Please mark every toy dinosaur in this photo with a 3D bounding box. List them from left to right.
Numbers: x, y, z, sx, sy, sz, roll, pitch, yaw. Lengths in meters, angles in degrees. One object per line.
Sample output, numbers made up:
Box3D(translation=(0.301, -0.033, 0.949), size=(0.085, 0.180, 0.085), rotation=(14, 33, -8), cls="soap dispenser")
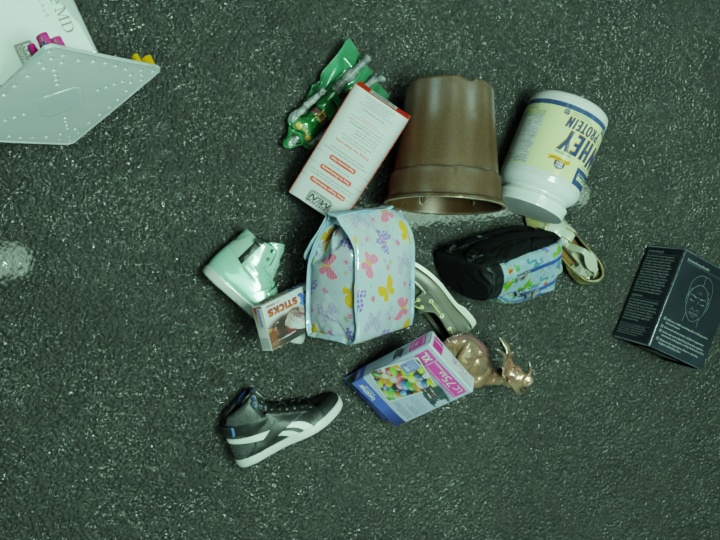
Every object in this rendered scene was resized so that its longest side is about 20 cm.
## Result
Box3D(translation=(0.196, 0.151, 1.266), size=(0.135, 0.086, 0.200), rotation=(-38, 123, 21), cls="toy dinosaur")

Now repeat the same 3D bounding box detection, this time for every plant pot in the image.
Box3D(translation=(0.142, -0.202, 1.202), size=(0.199, 0.200, 0.199), rotation=(4, 87, -21), cls="plant pot")

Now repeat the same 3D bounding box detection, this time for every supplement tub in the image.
Box3D(translation=(0.333, -0.198, 1.291), size=(0.145, 0.145, 0.201), rotation=(23, 87, -21), cls="supplement tub")

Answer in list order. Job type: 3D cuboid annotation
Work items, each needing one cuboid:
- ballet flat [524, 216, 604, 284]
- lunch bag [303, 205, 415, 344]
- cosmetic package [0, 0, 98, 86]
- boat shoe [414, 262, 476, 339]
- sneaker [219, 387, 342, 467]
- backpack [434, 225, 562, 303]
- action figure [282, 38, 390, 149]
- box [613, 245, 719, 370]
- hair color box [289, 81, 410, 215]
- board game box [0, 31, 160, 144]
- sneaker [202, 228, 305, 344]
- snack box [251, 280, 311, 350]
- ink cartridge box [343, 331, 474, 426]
Box3D(translation=(0.388, -0.048, 1.371), size=(0.071, 0.071, 0.200), rotation=(-48, 109, -10), cls="ballet flat")
Box3D(translation=(0.000, 0.000, 1.171), size=(0.169, 0.127, 0.201), rotation=(-14, 109, -52), cls="lunch bag")
Box3D(translation=(-0.474, -0.315, 0.962), size=(0.199, 0.165, 0.165), rotation=(-26, 104, -16), cls="cosmetic package")
Box3D(translation=(0.120, 0.054, 1.276), size=(0.202, 0.072, 0.060), rotation=(44, 75, -23), cls="boat shoe")
Box3D(translation=(-0.133, 0.226, 1.196), size=(0.199, 0.073, 0.112), rotation=(-28, 106, -14), cls="sneaker")
Box3D(translation=(0.261, -0.013, 1.289), size=(0.200, 0.163, 0.154), rotation=(-31, 114, -22), cls="backpack")
Box3D(translation=(-0.051, -0.265, 1.191), size=(0.200, 0.055, 0.118), rotation=(-44, 111, -7), cls="action figure")
Box3D(translation=(0.620, 0.071, 1.449), size=(0.148, 0.107, 0.201), rotation=(24, 88, -21), cls="box")
Box3D(translation=(-0.017, -0.183, 1.153), size=(0.101, 0.061, 0.200), rotation=(34, 108, -4), cls="hair color box")
Box3D(translation=(-0.393, -0.229, 0.952), size=(0.199, 0.200, 0.026), rotation=(-29, 85, 24), cls="board game box")
Box3D(translation=(-0.138, 0.023, 1.170), size=(0.200, 0.074, 0.118), rotation=(43, 87, -17), cls="sneaker")
Box3D(translation=(-0.091, 0.059, 1.168), size=(0.200, 0.024, 0.072), rotation=(-27, 107, -51), cls="snack box")
Box3D(translation=(0.075, 0.190, 1.225), size=(0.119, 0.200, 0.042), rotation=(48, 34, -18), cls="ink cartridge box")
